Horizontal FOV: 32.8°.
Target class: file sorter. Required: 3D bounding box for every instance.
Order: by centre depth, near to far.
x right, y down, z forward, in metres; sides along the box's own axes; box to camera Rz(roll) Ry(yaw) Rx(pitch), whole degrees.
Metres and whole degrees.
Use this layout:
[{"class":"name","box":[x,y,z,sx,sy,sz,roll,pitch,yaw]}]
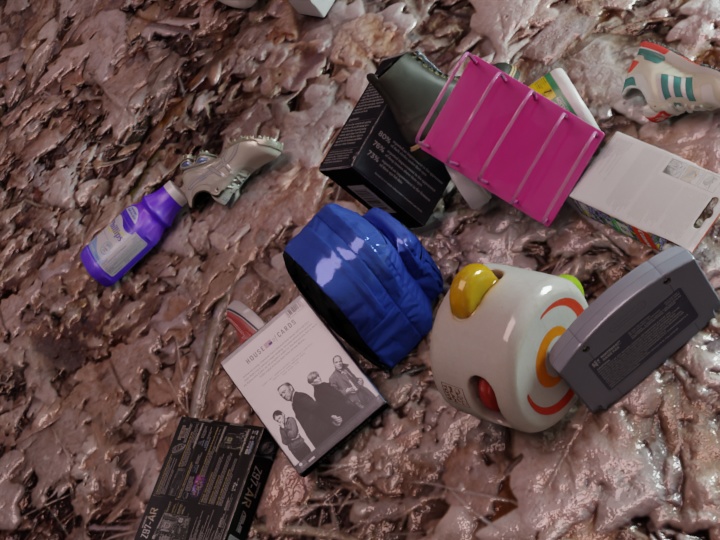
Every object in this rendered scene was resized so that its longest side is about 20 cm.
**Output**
[{"class":"file sorter","box":[0.184,-0.164,1.532,0.199,0.125,0.140,32,100,8]}]

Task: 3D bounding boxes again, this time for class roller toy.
[{"class":"roller toy","box":[0.173,0.088,1.445,0.139,0.199,0.185,13,96,41]}]

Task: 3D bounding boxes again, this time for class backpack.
[{"class":"backpack","box":[0.000,0.000,1.621,0.168,0.200,0.162,-49,45,-4]}]

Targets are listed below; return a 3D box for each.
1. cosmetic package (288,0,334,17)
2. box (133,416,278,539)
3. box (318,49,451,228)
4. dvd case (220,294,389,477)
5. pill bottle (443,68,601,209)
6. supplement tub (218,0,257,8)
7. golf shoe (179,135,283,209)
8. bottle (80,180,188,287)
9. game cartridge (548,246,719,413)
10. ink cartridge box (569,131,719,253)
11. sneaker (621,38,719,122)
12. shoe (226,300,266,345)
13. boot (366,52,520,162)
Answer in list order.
[{"class":"cosmetic package","box":[-0.060,-0.550,2.110,0.071,0.101,0.201,18,71,42]},{"class":"box","box":[-0.212,0.306,1.671,0.159,0.044,0.202,1,61,36]},{"class":"box","box":[0.061,-0.183,1.724,0.201,0.148,0.104,-59,25,-15]},{"class":"dvd case","box":[-0.077,0.152,1.640,0.150,0.025,0.200,-39,65,-1]},{"class":"pill bottle","box":[0.214,-0.172,1.647,0.199,0.113,0.113,-33,47,12]},{"class":"supplement tub","box":[-0.207,-0.594,2.214,0.144,0.145,0.202,16,70,41]},{"class":"golf shoe","box":[-0.204,-0.155,1.977,0.198,0.078,0.099,-16,69,33]},{"class":"bottle","box":[-0.372,-0.065,2.024,0.200,0.065,0.084,-42,44,4]},{"class":"game cartridge","box":[0.313,0.066,1.399,0.200,0.133,0.041,-40,46,4]},{"class":"ink cartridge box","box":[0.370,-0.089,1.524,0.199,0.050,0.109,32,82,43]},{"class":"sneaker","box":[0.420,-0.223,1.579,0.199,0.070,0.094,39,104,43]},{"class":"shoe","box":[-0.151,0.123,1.732,0.091,0.072,0.200,-46,50,-8]},{"class":"boot","box":[0.115,-0.260,1.656,0.200,0.139,0.077,-42,12,-26]}]
